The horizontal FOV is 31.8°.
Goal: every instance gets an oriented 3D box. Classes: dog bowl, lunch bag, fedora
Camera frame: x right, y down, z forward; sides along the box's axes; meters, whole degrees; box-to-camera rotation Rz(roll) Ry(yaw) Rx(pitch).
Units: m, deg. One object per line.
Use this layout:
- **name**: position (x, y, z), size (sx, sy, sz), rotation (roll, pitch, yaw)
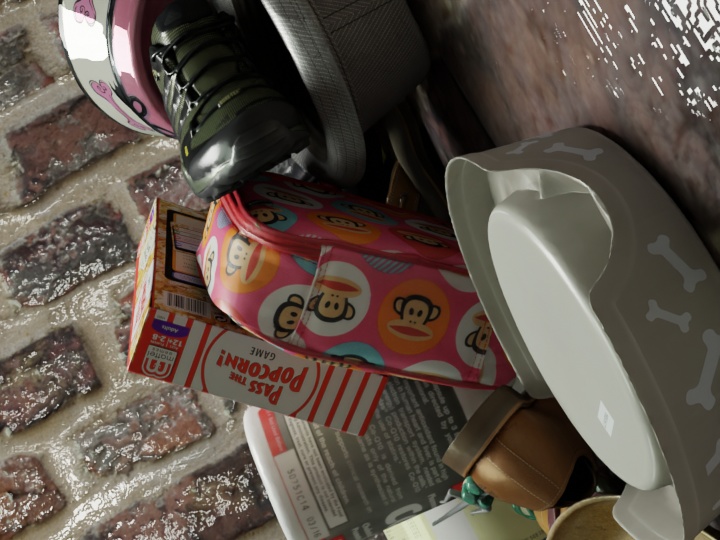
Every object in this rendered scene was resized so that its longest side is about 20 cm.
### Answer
- **dog bowl**: position (0.111, 0.026, 0.569), size (0.201, 0.058, 0.200), rotation (61, 174, 11)
- **dog bowl**: position (-0.103, -0.178, 0.875), size (0.074, 0.200, 0.201), rotation (33, 155, 43)
- **lunch bag**: position (0.000, 0.000, 0.783), size (0.176, 0.199, 0.082), rotation (-130, 56, -68)
- **fedora**: position (-0.019, -0.143, 0.754), size (0.177, 0.090, 0.200), rotation (62, 171, -1)

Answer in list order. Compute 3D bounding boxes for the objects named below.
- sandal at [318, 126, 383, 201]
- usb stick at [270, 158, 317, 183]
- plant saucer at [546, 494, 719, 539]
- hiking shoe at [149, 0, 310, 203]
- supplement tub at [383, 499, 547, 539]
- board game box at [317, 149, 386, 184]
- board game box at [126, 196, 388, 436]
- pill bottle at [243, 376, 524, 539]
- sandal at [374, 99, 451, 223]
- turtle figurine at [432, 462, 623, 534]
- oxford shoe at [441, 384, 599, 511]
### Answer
- **sandal**: position (-0.012, -0.067, 0.934), size (0.075, 0.045, 0.201), rotation (15, -116, -64)
- **usb stick**: position (-0.056, -0.074, 0.920), size (0.200, 0.032, 0.056), rotation (-42, 62, 51)
- **plant saucer**: position (0.174, 0.201, 0.646), size (0.200, 0.035, 0.201), rotation (36, 137, 43)
- **hiking shoe**: position (-0.090, -0.105, 0.732), size (0.101, 0.076, 0.200), rotation (61, 173, -19)
- **supplement tub**: position (0.078, 0.169, 1.015), size (0.201, 0.145, 0.145), rotation (61, 173, 11)
- **board game box**: position (-0.015, -0.065, 0.993), size (0.201, 0.101, 0.048), rotation (61, 174, 15)
- **board game box**: position (-0.072, 0.024, 0.831), size (0.200, 0.151, 0.046), rotation (-108, 38, -67)
- **pill bottle**: position (0.030, 0.110, 0.869), size (0.114, 0.199, 0.114), rotation (157, 90, -88)
- **sandal**: position (0.030, -0.053, 0.888), size (0.201, 0.054, 0.082), rotation (64, 173, -15)
- **turtle figurine**: position (0.130, 0.167, 0.811), size (0.150, 0.101, 0.200), rotation (49, 165, -17)
- **oxford shoe**: position (0.106, 0.104, 0.722), size (0.071, 0.071, 0.200), rotation (37, -166, 15)
